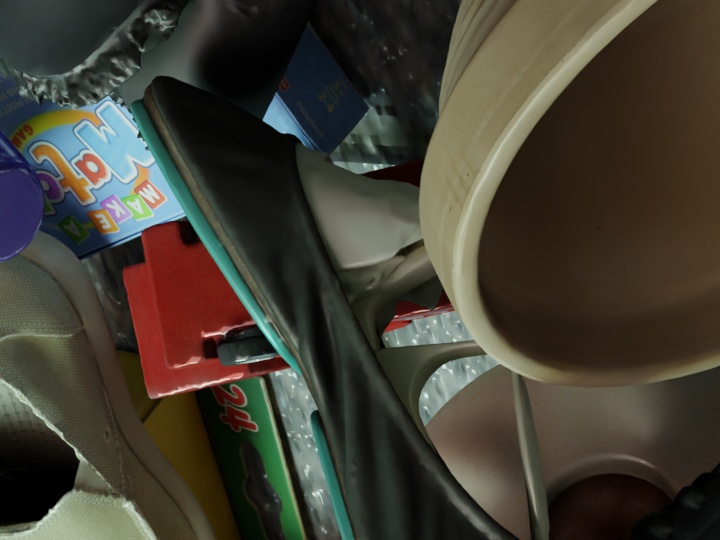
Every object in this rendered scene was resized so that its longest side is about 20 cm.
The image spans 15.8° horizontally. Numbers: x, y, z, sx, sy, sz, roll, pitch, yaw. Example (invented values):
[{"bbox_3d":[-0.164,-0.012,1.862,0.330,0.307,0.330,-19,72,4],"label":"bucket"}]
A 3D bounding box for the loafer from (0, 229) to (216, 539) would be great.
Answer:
[{"bbox_3d":[-0.110,0.080,0.926,0.075,0.068,0.201,-3,124,32],"label":"loafer"}]

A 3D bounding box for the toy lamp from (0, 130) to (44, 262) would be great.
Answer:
[{"bbox_3d":[-0.182,-0.049,0.909,0.199,0.058,0.058,23,138,42],"label":"toy lamp"}]

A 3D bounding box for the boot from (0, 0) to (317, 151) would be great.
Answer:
[{"bbox_3d":[-0.083,-0.139,0.754,0.200,0.076,0.168,35,116,-3],"label":"boot"}]

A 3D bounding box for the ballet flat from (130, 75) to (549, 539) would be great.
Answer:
[{"bbox_3d":[0.005,0.023,0.720,0.201,0.068,0.068,64,-177,14],"label":"ballet flat"}]

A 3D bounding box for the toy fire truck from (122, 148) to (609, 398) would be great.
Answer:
[{"bbox_3d":[0.000,0.000,0.831,0.199,0.141,0.049,-13,86,19],"label":"toy fire truck"}]

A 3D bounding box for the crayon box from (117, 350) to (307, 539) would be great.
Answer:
[{"bbox_3d":[-0.118,0.089,1.029,0.199,0.051,0.128,7,128,31],"label":"crayon box"}]

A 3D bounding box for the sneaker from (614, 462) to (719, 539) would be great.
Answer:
[{"bbox_3d":[0.081,0.081,0.731,0.111,0.073,0.201,24,94,10],"label":"sneaker"}]

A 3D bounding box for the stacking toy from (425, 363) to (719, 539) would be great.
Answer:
[{"bbox_3d":[0.089,0.130,0.881,0.145,0.147,0.200,19,150,21],"label":"stacking toy"}]

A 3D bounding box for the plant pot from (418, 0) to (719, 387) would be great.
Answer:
[{"bbox_3d":[0.096,-0.067,0.679,0.093,0.200,0.201,61,149,32],"label":"plant pot"}]

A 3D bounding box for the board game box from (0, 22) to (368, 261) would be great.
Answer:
[{"bbox_3d":[-0.109,-0.104,0.868,0.151,0.037,0.200,-19,112,44],"label":"board game box"}]
